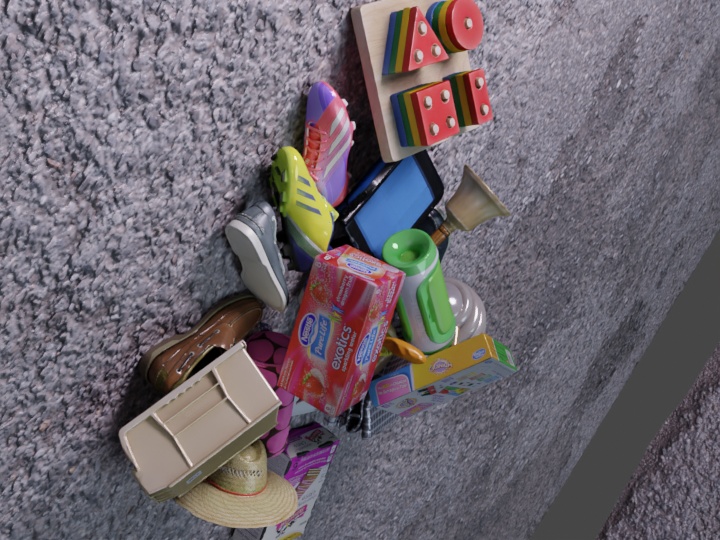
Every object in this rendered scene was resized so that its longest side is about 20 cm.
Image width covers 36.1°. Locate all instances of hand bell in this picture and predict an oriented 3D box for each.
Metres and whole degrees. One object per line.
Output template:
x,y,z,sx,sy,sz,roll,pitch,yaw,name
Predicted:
0.122,-0.056,1.689,0.200,0.104,0.104,-43,152,6,hand bell

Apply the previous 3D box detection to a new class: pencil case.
-0.141,0.180,1.600,0.091,0.093,0.201,-95,-168,-54,pencil case

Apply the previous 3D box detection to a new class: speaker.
0.086,0.034,1.601,0.088,0.088,0.201,-44,141,-23,speaker

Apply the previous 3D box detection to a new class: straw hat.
-0.171,0.273,1.545,0.200,0.200,0.086,-12,115,-53,straw hat

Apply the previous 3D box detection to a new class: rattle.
-0.015,0.157,1.623,0.199,0.143,0.131,-33,146,-10,rattle

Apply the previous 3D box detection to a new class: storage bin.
-0.203,0.202,1.409,0.198,0.094,0.200,-35,172,-14,storage bin

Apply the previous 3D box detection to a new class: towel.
0.037,0.177,1.825,0.200,0.085,0.167,-21,136,-63,towel

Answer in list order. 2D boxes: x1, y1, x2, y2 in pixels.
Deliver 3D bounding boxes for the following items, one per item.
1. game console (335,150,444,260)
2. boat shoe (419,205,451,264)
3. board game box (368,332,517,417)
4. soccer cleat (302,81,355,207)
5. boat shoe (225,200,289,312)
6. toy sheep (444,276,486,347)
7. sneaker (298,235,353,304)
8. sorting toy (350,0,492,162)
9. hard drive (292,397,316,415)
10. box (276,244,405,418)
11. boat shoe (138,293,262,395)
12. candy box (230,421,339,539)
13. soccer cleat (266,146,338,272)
0.066,-0.115,1.560,0.200,0.118,0.171,-51,-173,-28,game console
0.095,-0.026,1.781,0.062,0.074,0.201,-50,162,-35,boat shoe
0.127,0.165,1.701,0.199,0.041,0.153,-25,159,15,board game box
-0.052,-0.153,1.433,0.076,0.067,0.201,-36,148,-26,soccer cleat
-0.120,-0.015,1.448,0.062,0.072,0.201,-53,152,-23,boat shoe
0.138,0.078,1.772,0.138,0.137,0.200,-50,155,-13,toy sheep
0.001,0.001,1.648,0.199,0.077,0.112,-8,134,-47,sneaker
0.096,-0.265,1.449,0.199,0.069,0.201,-26,109,-43,sorting toy
-0.068,0.167,1.761,0.199,0.027,0.133,-2,120,-57,hard drive
-0.027,0.080,1.481,0.095,0.099,0.201,-21,134,-60,box
-0.194,0.103,1.455,0.200,0.068,0.072,-36,145,-34,boat shoe
-0.124,0.361,1.831,0.136,0.061,0.201,-11,128,-54,candy box
-0.071,-0.084,1.436,0.083,0.065,0.201,-17,134,-12,soccer cleat
